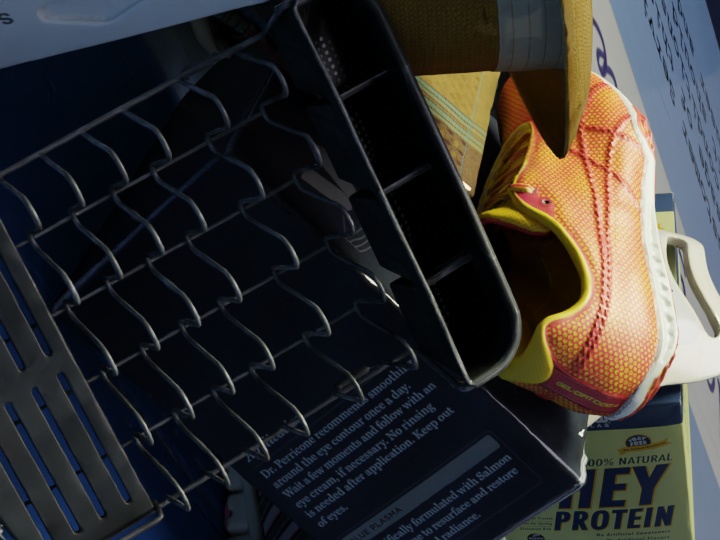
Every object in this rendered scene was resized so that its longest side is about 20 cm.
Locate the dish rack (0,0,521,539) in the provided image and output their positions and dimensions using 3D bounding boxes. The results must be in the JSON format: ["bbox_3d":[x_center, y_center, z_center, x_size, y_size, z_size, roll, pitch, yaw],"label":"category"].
[{"bbox_3d":[-0.059,0.008,0.608,0.154,0.200,0.055,64,-16,-15],"label":"dish rack"}]

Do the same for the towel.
[{"bbox_3d":[0.006,-0.123,0.785,0.147,0.022,0.200,38,33,-15],"label":"towel"}]

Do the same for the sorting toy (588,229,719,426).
[{"bbox_3d":[0.148,0.010,1.127,0.200,0.179,0.107,-103,-155,-44],"label":"sorting toy"}]

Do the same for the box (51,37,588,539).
[{"bbox_3d":[0.000,0.000,0.774,0.200,0.117,0.197,43,30,-14],"label":"box"}]

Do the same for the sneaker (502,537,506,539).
[{"bbox_3d":[0.041,0.204,0.967,0.086,0.077,0.201,14,-60,62],"label":"sneaker"}]

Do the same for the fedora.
[{"bbox_3d":[0.028,-0.129,0.652,0.201,0.081,0.201,169,-90,-87],"label":"fedora"}]

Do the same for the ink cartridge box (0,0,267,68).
[{"bbox_3d":[-0.099,-0.189,0.654,0.084,0.145,0.201,52,32,-52],"label":"ink cartridge box"}]

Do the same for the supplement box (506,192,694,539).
[{"bbox_3d":[0.165,0.085,1.249,0.200,0.134,0.200,75,16,-44],"label":"supplement box"}]

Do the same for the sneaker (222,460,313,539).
[{"bbox_3d":[-0.016,0.116,0.821,0.074,0.087,0.201,57,28,-48],"label":"sneaker"}]

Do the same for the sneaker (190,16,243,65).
[{"bbox_3d":[-0.050,-0.117,0.900,0.200,0.073,0.071,58,36,-28],"label":"sneaker"}]

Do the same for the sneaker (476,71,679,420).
[{"bbox_3d":[0.080,-0.029,0.730,0.077,0.073,0.200,23,35,-24],"label":"sneaker"}]
